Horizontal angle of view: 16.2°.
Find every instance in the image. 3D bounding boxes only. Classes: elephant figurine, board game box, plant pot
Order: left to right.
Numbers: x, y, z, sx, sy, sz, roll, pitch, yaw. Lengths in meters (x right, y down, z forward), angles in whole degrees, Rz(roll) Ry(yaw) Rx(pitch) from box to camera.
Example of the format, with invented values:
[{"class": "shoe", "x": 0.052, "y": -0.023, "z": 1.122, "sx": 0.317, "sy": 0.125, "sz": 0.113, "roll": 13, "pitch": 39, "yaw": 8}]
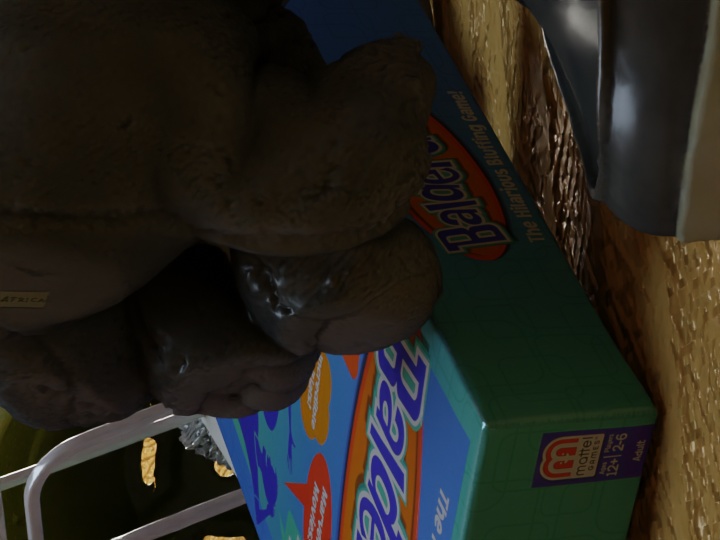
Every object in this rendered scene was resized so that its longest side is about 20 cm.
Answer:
[{"class": "elephant figurine", "x": -0.057, "y": -0.075, "z": 0.582, "sx": 0.155, "sy": 0.140, "sz": 0.201, "roll": 75, "pitch": -174, "yaw": -62}, {"class": "plant pot", "x": -0.084, "y": 0.115, "z": 1.338, "sx": 0.190, "sy": 0.198, "sz": 0.202, "roll": -23, "pitch": -70, "yaw": -82}, {"class": "board game box", "x": 0.009, "y": 0.035, "z": 0.660, "sx": 0.200, "sy": 0.045, "sz": 0.153, "roll": -116, "pitch": 29, "yaw": -51}]

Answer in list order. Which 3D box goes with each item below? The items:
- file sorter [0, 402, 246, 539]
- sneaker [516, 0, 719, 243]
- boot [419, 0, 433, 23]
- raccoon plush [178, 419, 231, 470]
[{"class": "file sorter", "x": -0.059, "y": 0.087, "z": 0.903, "sx": 0.200, "sy": 0.124, "sz": 0.139, "roll": 54, "pitch": 154, "yaw": 37}, {"class": "sneaker", "x": 0.012, "y": -0.081, "z": 0.477, "sx": 0.075, "sy": 0.105, "sz": 0.201, "roll": 93, "pitch": 172, "yaw": -47}, {"class": "boot", "x": 0.007, "y": -0.054, "z": 0.825, "sx": 0.096, "sy": 0.073, "sz": 0.202, "roll": 141, "pitch": 127, "yaw": -64}, {"class": "raccoon plush", "x": -0.006, "y": 0.022, "z": 1.040, "sx": 0.200, "sy": 0.096, "sz": 0.135, "roll": 35, "pitch": 121, "yaw": 45}]
